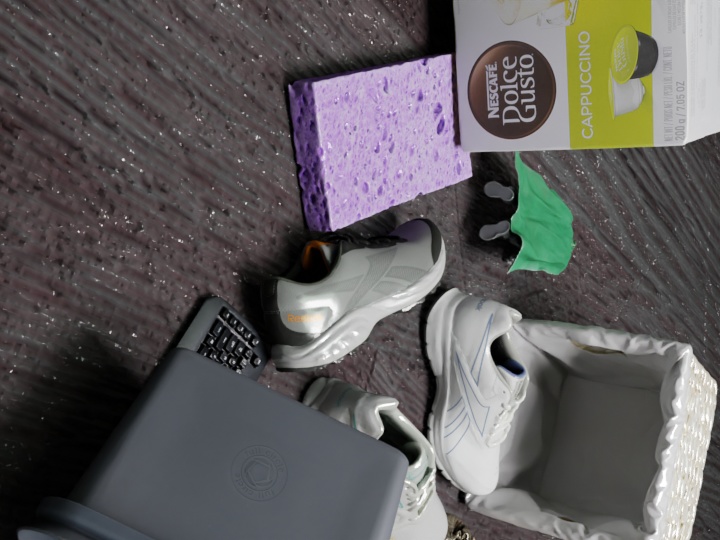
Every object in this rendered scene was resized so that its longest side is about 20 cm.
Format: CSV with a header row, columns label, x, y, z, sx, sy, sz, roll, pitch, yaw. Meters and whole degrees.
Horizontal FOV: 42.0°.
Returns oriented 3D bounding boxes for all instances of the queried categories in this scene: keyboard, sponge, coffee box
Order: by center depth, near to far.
label,x,y,z,sx,sy,sz,roll,pitch,yaw
keyboard,-0.109,0.124,0.618,0.104,0.039,0.201,51,57,-41
sponge,0.023,-0.110,0.761,0.199,0.030,0.113,-25,114,-48
coffee box,0.206,-0.214,0.826,0.199,0.196,0.202,-23,112,-58

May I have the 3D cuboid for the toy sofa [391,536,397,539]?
label,x,y,z,sx,sy,sz,roll,pitch,yaw
toy sofa,-0.028,0.265,0.690,0.198,0.097,0.084,9,112,-40

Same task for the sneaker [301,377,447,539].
label,x,y,z,sx,sy,sz,roll,pitch,yaw
sneaker,0.027,0.168,0.753,0.071,0.080,0.201,-56,129,-32

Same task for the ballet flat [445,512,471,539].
label,x,y,z,sx,sy,sz,roll,pitch,yaw
ballet flat,0.038,0.263,0.816,0.199,0.046,0.068,-12,103,-50

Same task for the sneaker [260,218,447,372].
label,x,y,z,sx,sy,sz,roll,pitch,yaw
sneaker,0.000,0.000,0.716,0.200,0.073,0.080,-36,114,-45

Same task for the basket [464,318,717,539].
label,x,y,z,sx,sy,sz,roll,pitch,yaw
basket,0.236,0.171,0.937,0.160,0.196,0.202,30,71,-51

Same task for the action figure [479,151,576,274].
label,x,y,z,sx,sy,sz,roll,pitch,yaw
action figure,0.178,-0.040,0.948,0.199,0.054,0.120,19,78,-58

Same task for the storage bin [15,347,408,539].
label,x,y,z,sx,sy,sz,roll,pitch,yaw
storage bin,-0.071,0.148,0.544,0.146,0.198,0.135,115,1,-55

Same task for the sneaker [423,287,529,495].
label,x,y,z,sx,sy,sz,roll,pitch,yaw
sneaker,0.110,0.118,0.856,0.074,0.086,0.202,-29,118,-48

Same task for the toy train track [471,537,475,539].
label,x,y,z,sx,sy,sz,roll,pitch,yaw
toy train track,0.131,0.358,0.921,0.202,0.032,0.115,68,21,-10
